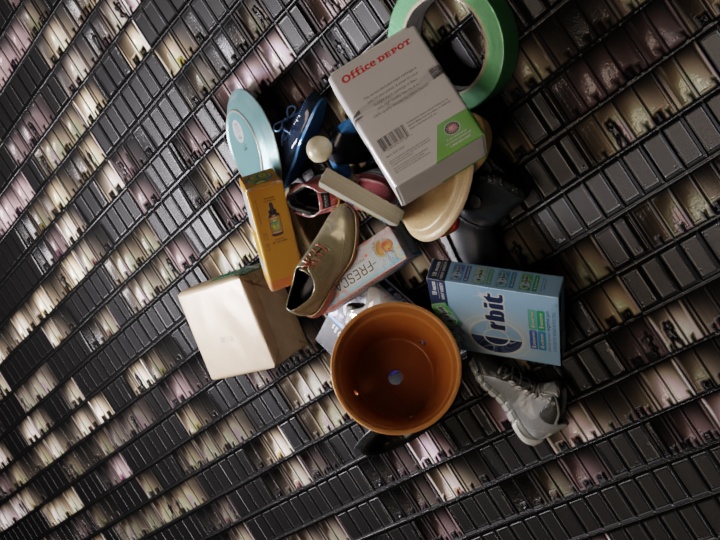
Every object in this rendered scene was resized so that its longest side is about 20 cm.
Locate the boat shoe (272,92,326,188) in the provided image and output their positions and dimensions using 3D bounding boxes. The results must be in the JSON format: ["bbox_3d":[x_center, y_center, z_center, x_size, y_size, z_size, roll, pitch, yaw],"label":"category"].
[{"bbox_3d":[-0.121,-0.223,1.748,0.068,0.084,0.201,36,127,7],"label":"boat shoe"}]

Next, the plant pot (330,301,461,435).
[{"bbox_3d":[0.054,0.159,1.618,0.200,0.200,0.140,49,173,10],"label":"plant pot"}]

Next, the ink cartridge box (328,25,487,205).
[{"bbox_3d":[0.067,-0.219,1.461,0.145,0.084,0.201,-30,71,2],"label":"ink cartridge box"}]

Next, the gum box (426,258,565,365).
[{"bbox_3d":[0.209,0.064,1.570,0.198,0.045,0.171,8,142,19],"label":"gum box"}]

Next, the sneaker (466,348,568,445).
[{"bbox_3d":[0.265,0.177,1.646,0.115,0.075,0.201,-31,100,38],"label":"sneaker"}]

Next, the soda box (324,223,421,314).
[{"bbox_3d":[0.000,0.000,1.727,0.199,0.068,0.064,-33,81,25],"label":"soda box"}]

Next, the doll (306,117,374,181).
[{"bbox_3d":[0.002,-0.192,1.582,0.049,0.199,0.137,48,135,30],"label":"doll"}]

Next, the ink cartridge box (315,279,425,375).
[{"bbox_3d":[0.032,0.115,1.815,0.200,0.043,0.199,40,129,16],"label":"ink cartridge box"}]

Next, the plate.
[{"bbox_3d":[-0.194,-0.216,1.801,0.200,0.025,0.201,46,147,41],"label":"plate"}]

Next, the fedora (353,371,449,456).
[{"bbox_3d":[0.061,0.235,1.776,0.201,0.200,0.092,-51,58,41],"label":"fedora"}]

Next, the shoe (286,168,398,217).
[{"bbox_3d":[-0.028,-0.123,1.716,0.199,0.091,0.072,4,113,38],"label":"shoe"}]

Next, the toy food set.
[{"bbox_3d":[0.118,-0.142,1.558,0.198,0.048,0.202,12,91,61],"label":"toy food set"}]

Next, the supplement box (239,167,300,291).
[{"bbox_3d":[-0.150,-0.069,1.761,0.069,0.066,0.201,-122,18,-56],"label":"supplement box"}]

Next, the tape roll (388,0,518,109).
[{"bbox_3d":[0.134,-0.334,1.516,0.199,0.048,0.202,17,120,31],"label":"tape roll"}]

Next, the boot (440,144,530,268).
[{"bbox_3d":[0.200,-0.072,1.566,0.201,0.076,0.168,57,137,10],"label":"boot"}]

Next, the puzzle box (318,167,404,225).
[{"bbox_3d":[-0.002,-0.111,1.579,0.132,0.200,0.026,28,91,-4],"label":"puzzle box"}]

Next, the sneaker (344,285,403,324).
[{"bbox_3d":[0.005,0.104,1.762,0.099,0.078,0.201,46,120,20],"label":"sneaker"}]

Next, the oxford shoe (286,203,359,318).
[{"bbox_3d":[-0.061,-0.014,1.675,0.070,0.075,0.201,25,100,29],"label":"oxford shoe"}]

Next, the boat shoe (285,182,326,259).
[{"bbox_3d":[-0.094,-0.055,1.816,0.064,0.071,0.201,-13,103,41],"label":"boat shoe"}]

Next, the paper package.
[{"bbox_3d":[-0.227,0.097,1.975,0.199,0.103,0.192,-14,101,43],"label":"paper package"}]
